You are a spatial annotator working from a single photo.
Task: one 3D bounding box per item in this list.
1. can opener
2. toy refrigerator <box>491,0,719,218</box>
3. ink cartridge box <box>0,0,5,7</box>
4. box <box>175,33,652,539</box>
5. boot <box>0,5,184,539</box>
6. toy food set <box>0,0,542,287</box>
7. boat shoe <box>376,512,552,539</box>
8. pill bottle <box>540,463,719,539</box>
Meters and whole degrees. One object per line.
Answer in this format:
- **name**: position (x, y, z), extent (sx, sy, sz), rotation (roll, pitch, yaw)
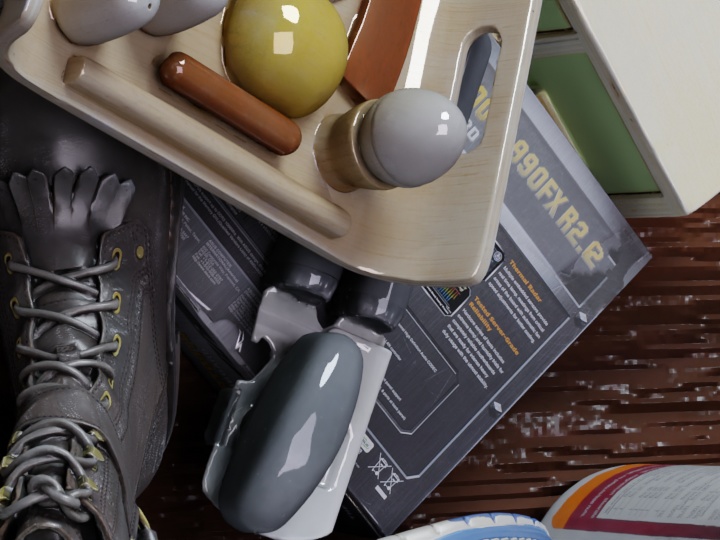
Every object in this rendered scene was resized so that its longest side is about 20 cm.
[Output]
- **can opener**: position (0.000, 0.000, 0.910), extent (0.053, 0.066, 0.200), rotation (24, 74, -25)
- **toy refrigerator**: position (0.076, -0.118, 0.997), extent (0.070, 0.076, 0.200), rotation (-37, 107, -23)
- **ink cartridge box**: position (-0.126, -0.197, 0.844), extent (0.200, 0.084, 0.146), rotation (41, 56, -36)
- **box**: position (-0.008, -0.028, 0.966), extent (0.158, 0.048, 0.200), rotation (-46, 110, -21)
- **boot**: position (-0.088, 0.032, 0.827), extent (0.069, 0.174, 0.200), rotation (-7, 117, 3)
- **toy food set**: position (-0.019, -0.096, 0.836), extent (0.200, 0.060, 0.144), rotation (31, 63, -40)
- **boat shoe**: position (0.003, 0.136, 0.934), extent (0.200, 0.072, 0.072), rotation (-7, 71, -46)
- **pill bottle**: position (0.154, 0.126, 0.965), extent (0.110, 0.200, 0.110), rotation (2, 87, -31)
